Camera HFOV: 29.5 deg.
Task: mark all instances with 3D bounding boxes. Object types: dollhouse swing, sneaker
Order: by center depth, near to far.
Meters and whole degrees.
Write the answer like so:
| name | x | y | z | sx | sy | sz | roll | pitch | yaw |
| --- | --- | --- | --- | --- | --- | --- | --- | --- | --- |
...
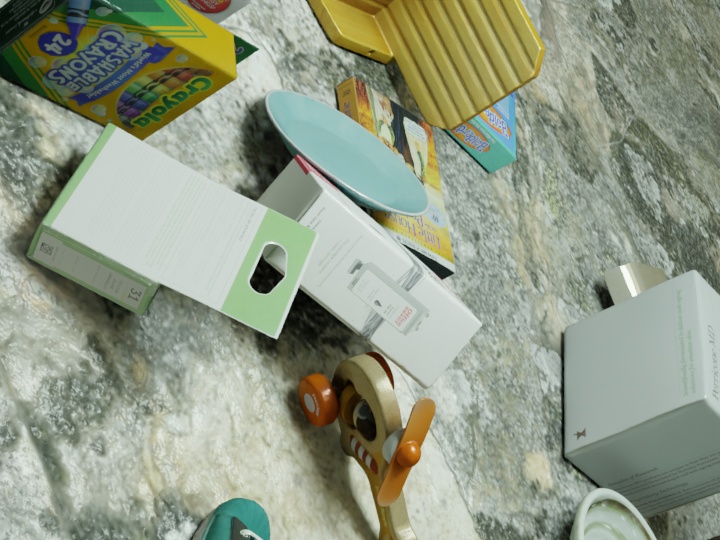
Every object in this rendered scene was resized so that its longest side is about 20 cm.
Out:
| name | x | y | z | sx | sy | sz | roll | pitch | yaw |
| --- | --- | --- | --- | --- | --- | --- | --- | --- | --- |
| sneaker | -0.088 | 0.248 | 1.012 | 0.071 | 0.080 | 0.201 | 44 | 36 | -27 |
| dollhouse swing | 0.076 | -0.276 | 1.522 | 0.181 | 0.199 | 0.177 | 10 | 57 | -52 |

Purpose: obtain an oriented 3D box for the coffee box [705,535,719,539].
| name | x | y | z | sx | sy | sz | roll | pitch | yaw |
| --- | --- | --- | --- | --- | --- | --- | --- | --- | --- |
| coffee box | 0.443 | 0.435 | 1.644 | 0.113 | 0.080 | 0.201 | -25 | 88 | -58 |

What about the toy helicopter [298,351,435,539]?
| name | x | y | z | sx | sy | sz | roll | pitch | yaw |
| --- | --- | --- | --- | --- | --- | --- | --- | --- | --- |
| toy helicopter | 0.024 | 0.172 | 1.206 | 0.078 | 0.132 | 0.202 | -18 | 100 | -29 |

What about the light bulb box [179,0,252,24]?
| name | x | y | z | sx | sy | sz | roll | pitch | yaw |
| --- | --- | --- | --- | --- | --- | --- | --- | --- | --- |
| light bulb box | -0.198 | -0.341 | 1.250 | 0.198 | 0.124 | 0.201 | 37 | 41 | -36 |

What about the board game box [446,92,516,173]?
| name | x | y | z | sx | sy | sz | roll | pitch | yaw |
| --- | --- | --- | --- | --- | --- | --- | --- | --- | --- |
| board game box | 0.138 | -0.245 | 1.741 | 0.152 | 0.045 | 0.201 | 40 | 38 | -33 |

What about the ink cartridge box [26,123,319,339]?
| name | x | y | z | sx | sy | sz | roll | pitch | yaw |
| --- | --- | --- | --- | --- | --- | --- | --- | --- | --- |
| ink cartridge box | -0.145 | -0.021 | 1.092 | 0.199 | 0.048 | 0.146 | 29 | 39 | -7 |

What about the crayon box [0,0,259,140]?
| name | x | y | z | sx | sy | sz | roll | pitch | yaw |
| --- | --- | --- | --- | --- | --- | --- | --- | --- | --- |
| crayon box | -0.193 | -0.177 | 1.134 | 0.199 | 0.125 | 0.052 | 24 | 48 | -45 |

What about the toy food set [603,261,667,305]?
| name | x | y | z | sx | sy | sz | roll | pitch | yaw |
| --- | --- | --- | --- | --- | --- | --- | --- | --- | --- |
| toy food set | 0.400 | 0.071 | 1.887 | 0.200 | 0.060 | 0.145 | 9 | 59 | -62 |

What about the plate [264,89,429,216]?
| name | x | y | z | sx | sy | sz | roll | pitch | yaw |
| --- | --- | --- | --- | --- | --- | --- | --- | --- | --- |
| plate | -0.017 | -0.112 | 1.371 | 0.199 | 0.026 | 0.200 | 31 | 21 | -13 |

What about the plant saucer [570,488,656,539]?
| name | x | y | z | sx | sy | sz | roll | pitch | yaw |
| --- | --- | --- | --- | --- | --- | --- | --- | --- | --- |
| plant saucer | 0.278 | 0.343 | 1.503 | 0.200 | 0.050 | 0.201 | 34 | 42 | -37 |

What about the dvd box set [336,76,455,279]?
| name | x | y | z | sx | sy | sz | roll | pitch | yaw |
| --- | --- | --- | --- | --- | --- | --- | --- | --- | --- |
| dvd box set | 0.039 | -0.100 | 1.504 | 0.146 | 0.029 | 0.201 | 27 | 46 | -44 |

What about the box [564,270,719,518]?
| name | x | y | z | sx | sy | sz | roll | pitch | yaw |
| --- | --- | --- | --- | --- | --- | --- | --- | --- | --- |
| box | 0.365 | 0.150 | 1.631 | 0.171 | 0.199 | 0.200 | 39 | 40 | -30 |

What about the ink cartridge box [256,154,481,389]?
| name | x | y | z | sx | sy | sz | roll | pitch | yaw |
| --- | --- | --- | --- | --- | --- | --- | --- | --- | --- |
| ink cartridge box | 0.000 | 0.000 | 1.249 | 0.200 | 0.083 | 0.147 | 40 | 5 | -20 |
